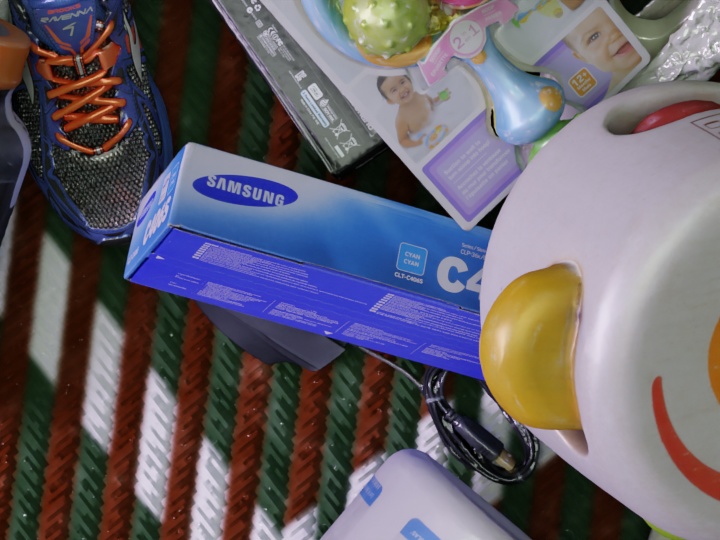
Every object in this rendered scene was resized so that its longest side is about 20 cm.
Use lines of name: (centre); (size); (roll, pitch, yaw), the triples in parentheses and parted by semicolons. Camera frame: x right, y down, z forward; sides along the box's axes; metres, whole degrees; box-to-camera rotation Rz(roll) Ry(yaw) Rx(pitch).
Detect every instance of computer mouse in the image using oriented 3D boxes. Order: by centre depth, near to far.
computer mouse: (0.001, 0.039, 1.414); (0.199, 0.034, 0.059); (32, 90, 0)

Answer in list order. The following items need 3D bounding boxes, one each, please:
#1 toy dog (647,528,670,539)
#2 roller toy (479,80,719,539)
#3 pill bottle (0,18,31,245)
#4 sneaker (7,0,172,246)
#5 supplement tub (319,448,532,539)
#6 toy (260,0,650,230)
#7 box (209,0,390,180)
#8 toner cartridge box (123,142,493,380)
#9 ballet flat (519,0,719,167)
toy dog: (0.219, 0.195, 1.363); (0.193, 0.140, 0.201); (3, 90, 14)
roller toy: (0.154, 0.017, 1.270); (0.200, 0.140, 0.183); (38, 89, -29)
pill bottle: (-0.215, -0.026, 1.363); (0.106, 0.106, 0.201); (21, 103, 1)
sneaker: (-0.137, -0.109, 1.393); (0.075, 0.078, 0.201); (-13, 90, 2)
supplement tub: (0.006, 0.195, 1.366); (0.132, 0.132, 0.200); (40, 92, 1)
toy: (0.032, -0.118, 1.274); (0.115, 0.047, 0.200); (-43, 116, 0)
box: (-0.003, -0.169, 1.386); (0.164, 0.086, 0.200); (-36, 89, 1)
toner cartridge box: (0.000, 0.000, 1.359); (0.199, 0.095, 0.043); (16, 70, -13)
ballet flat: (0.127, -0.103, 1.361); (0.200, 0.072, 0.072); (-39, 89, 30)
